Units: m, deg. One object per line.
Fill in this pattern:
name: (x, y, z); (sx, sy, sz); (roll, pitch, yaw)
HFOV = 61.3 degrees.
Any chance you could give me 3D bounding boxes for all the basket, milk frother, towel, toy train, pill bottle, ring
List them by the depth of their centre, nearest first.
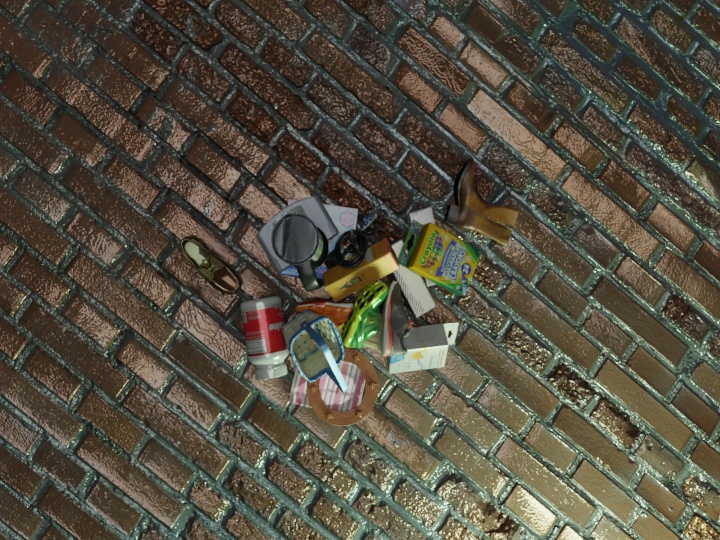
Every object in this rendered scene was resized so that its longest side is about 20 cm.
milk frother: (-0.094, -0.065, 1.483); (0.198, 0.188, 0.183); (-36, 85, 1)
basket: (-0.107, 0.199, 1.529); (0.137, 0.200, 0.180); (-31, 128, -13)
pill bottle: (-0.247, 0.176, 1.593); (0.108, 0.112, 0.207); (-9, 90, -4)
toy train: (-0.021, -0.080, 1.614); (0.200, 0.034, 0.046); (-44, 80, -3)
ring: (-0.048, 0.311, 1.624); (0.193, 0.019, 0.208); (0, 85, -4)
towel: (-0.086, 0.307, 1.643); (0.193, 0.030, 0.151); (13, 87, -3)

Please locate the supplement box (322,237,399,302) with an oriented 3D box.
supplement box: (0.000, 0.000, 1.568); (0.196, 0.070, 0.067); (-29, 129, 10)

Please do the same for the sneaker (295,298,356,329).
sneaker: (-0.079, 0.116, 1.616); (0.193, 0.073, 0.080); (6, 97, -1)

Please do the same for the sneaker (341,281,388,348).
sneaker: (0.021, 0.115, 1.569); (0.082, 0.075, 0.203); (20, 115, -25)

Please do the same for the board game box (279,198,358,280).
board game box: (-0.112, -0.078, 1.643); (0.193, 0.041, 0.207); (7, 88, -4)

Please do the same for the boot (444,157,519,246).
boot: (0.347, -0.188, 1.665); (0.194, 0.068, 0.194); (17, 87, -4)

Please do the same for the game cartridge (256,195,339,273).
game cartridge: (-0.170, -0.103, 1.602); (0.197, 0.041, 0.135); (-33, 87, -3)

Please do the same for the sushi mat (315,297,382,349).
sushi mat: (-0.031, 0.145, 1.659); (0.194, 0.012, 0.099); (15, 87, -3)

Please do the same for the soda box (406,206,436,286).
soda box: (0.182, -0.063, 1.653); (0.066, 0.064, 0.207); (-14, 89, -4)

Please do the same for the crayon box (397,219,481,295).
crayon box: (0.207, -0.036, 1.594); (0.196, 0.051, 0.129); (26, 80, -12)

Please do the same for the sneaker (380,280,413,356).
sneaker: (0.097, 0.128, 1.562); (0.079, 0.078, 0.206); (8, 65, -3)

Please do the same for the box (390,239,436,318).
box: (0.127, 0.023, 1.639); (0.067, 0.082, 0.204); (-28, 90, -2)

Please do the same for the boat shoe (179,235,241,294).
boat shoe: (-0.403, -0.013, 1.605); (0.199, 0.074, 0.076); (40, 87, -2)

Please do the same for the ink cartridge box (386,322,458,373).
ink cartridge box: (0.168, 0.206, 1.614); (0.193, 0.117, 0.069); (-7, 53, -4)
